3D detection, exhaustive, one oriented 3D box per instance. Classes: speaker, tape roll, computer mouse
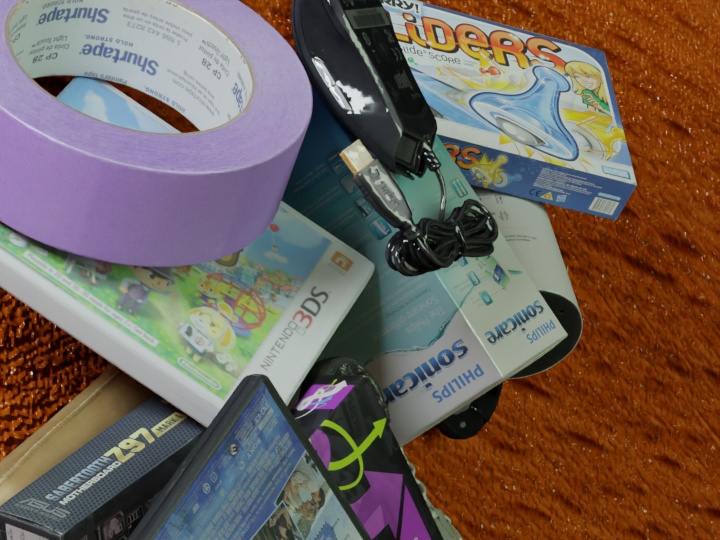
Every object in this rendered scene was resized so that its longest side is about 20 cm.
[{"bbox_3d":[0.080,-0.027,1.862,0.081,0.081,0.200,40,24,-41],"label":"speaker"},{"bbox_3d":[-0.129,-0.089,1.562,0.200,0.200,0.066,-41,156,-52],"label":"tape roll"},{"bbox_3d":[-0.001,-0.081,1.597,0.200,0.046,0.140,62,21,-3],"label":"computer mouse"}]

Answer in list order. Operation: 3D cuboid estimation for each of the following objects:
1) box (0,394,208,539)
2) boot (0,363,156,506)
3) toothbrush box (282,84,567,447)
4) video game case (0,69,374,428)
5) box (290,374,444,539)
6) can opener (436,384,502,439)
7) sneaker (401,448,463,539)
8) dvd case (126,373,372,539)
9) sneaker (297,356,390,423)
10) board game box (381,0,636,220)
[{"bbox_3d":[-0.115,0.179,1.543,0.158,0.051,0.200,-35,131,-45],"label":"box"},{"bbox_3d":[-0.132,0.123,1.599,0.200,0.066,0.175,-51,137,-37],"label":"boot"},{"bbox_3d":[0.000,0.000,1.704,0.200,0.146,0.085,57,36,4],"label":"toothbrush box"},{"bbox_3d":[-0.105,-0.009,1.573,0.200,0.022,0.182,34,36,0],"label":"video game case"},{"bbox_3d":[-0.031,0.168,1.514,0.200,0.036,0.143,-48,123,-40],"label":"box"},{"bbox_3d":[0.025,0.028,1.863,0.063,0.079,0.200,-43,118,-8],"label":"can opener"},{"bbox_3d":[0.026,0.152,1.783,0.076,0.092,0.200,11,71,-54],"label":"sneaker"},{"bbox_3d":[-0.039,0.171,1.461,0.200,0.018,0.143,59,46,-27],"label":"dvd case"},{"bbox_3d":[-0.043,0.145,1.625,0.076,0.115,0.200,-11,101,-50],"label":"sneaker"},{"bbox_3d":[0.069,-0.109,1.856,0.200,0.034,0.135,13,40,-19],"label":"board game box"}]
